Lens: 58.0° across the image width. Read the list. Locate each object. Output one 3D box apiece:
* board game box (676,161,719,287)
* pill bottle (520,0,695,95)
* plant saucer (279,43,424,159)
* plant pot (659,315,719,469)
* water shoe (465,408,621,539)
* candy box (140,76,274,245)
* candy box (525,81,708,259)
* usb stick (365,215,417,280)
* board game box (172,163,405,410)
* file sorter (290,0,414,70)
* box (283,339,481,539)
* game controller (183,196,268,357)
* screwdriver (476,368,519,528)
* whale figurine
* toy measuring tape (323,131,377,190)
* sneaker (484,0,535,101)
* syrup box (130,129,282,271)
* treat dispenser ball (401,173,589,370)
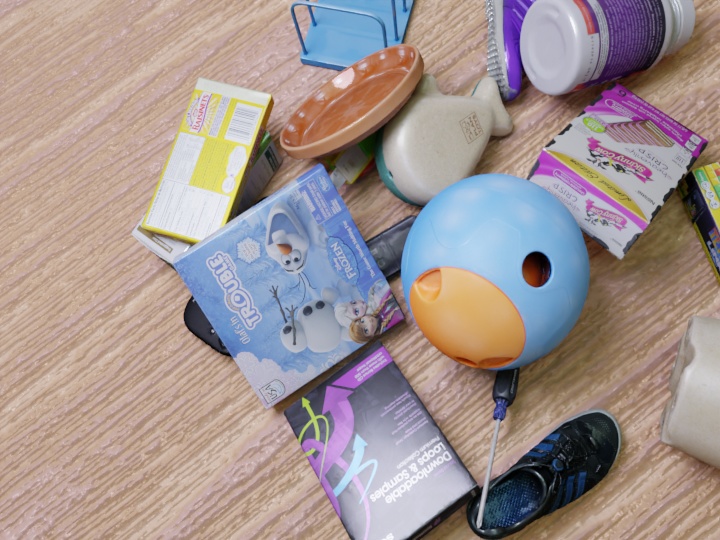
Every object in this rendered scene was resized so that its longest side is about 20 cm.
[{"bbox_3d":[0.482,-0.038,0.737,0.161,0.057,0.205,-17,72,3],"label":"board game box"},{"bbox_3d":[0.303,-0.289,0.790,0.195,0.112,0.114,-18,71,-19],"label":"pill bottle"},{"bbox_3d":[-0.009,-0.199,0.783,0.197,0.033,0.202,-28,30,17],"label":"plant saucer"},{"bbox_3d":[0.403,0.133,0.637,0.179,0.201,0.205,15,75,22],"label":"plant pot"},{"bbox_3d":[0.200,0.219,0.681,0.198,0.079,0.072,-36,73,-5],"label":"water shoe"},{"bbox_3d":[-0.180,-0.129,0.779,0.099,0.026,0.205,14,76,12],"label":"candy box"},{"bbox_3d":[0.293,-0.122,0.740,0.135,0.062,0.199,38,54,15],"label":"candy box"},{"bbox_3d":[0.000,0.000,0.798,0.197,0.033,0.056,-30,86,-3],"label":"usb stick"},{"bbox_3d":[-0.077,0.020,0.743,0.196,0.043,0.203,-32,106,-3],"label":"board game box"},{"bbox_3d":[-0.001,-0.388,0.869,0.135,0.123,0.205,13,75,11],"label":"file sorter"},{"bbox_3d":[0.018,0.195,0.708,0.141,0.036,0.201,-35,57,-4],"label":"box"},{"bbox_3d":[-0.136,0.004,0.809,0.103,0.042,0.203,30,78,15],"label":"game controller"},{"bbox_3d":[0.143,0.172,0.689,0.027,0.030,0.202,-2,42,28],"label":"screwdriver"},{"bbox_3d":[0.100,-0.164,0.809,0.198,0.103,0.162,-37,106,-25],"label":"whale figurine"},{"bbox_3d":[-0.035,-0.126,0.813,0.073,0.074,0.202,31,68,15],"label":"toy measuring tape"},{"bbox_3d":[0.215,-0.320,0.849,0.096,0.070,0.206,-1,74,4],"label":"sneaker"},{"bbox_3d":[-0.191,-0.095,0.826,0.080,0.079,0.203,29,79,14],"label":"syrup box"},{"bbox_3d":[0.140,0.002,0.691,0.194,0.201,0.207,-2,72,6],"label":"treat dispenser ball"}]
